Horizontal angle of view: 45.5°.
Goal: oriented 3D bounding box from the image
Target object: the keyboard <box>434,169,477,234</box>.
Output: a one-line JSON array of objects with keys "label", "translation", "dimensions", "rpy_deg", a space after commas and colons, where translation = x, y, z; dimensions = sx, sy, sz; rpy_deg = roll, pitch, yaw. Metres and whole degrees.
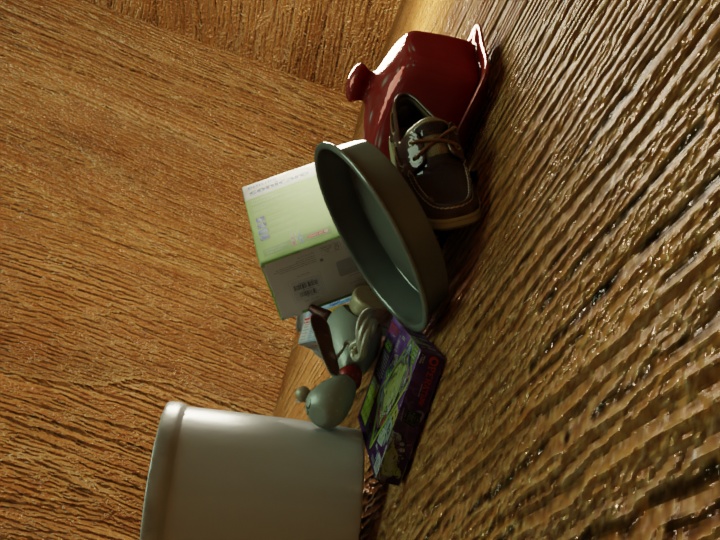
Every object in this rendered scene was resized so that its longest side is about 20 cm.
[{"label": "keyboard", "translation": [0.079, -0.038, 0.926], "dimensions": [0.104, 0.040, 0.200], "rpy_deg": [-50, 0, -11]}]

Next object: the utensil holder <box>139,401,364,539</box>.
[{"label": "utensil holder", "translation": [-0.104, 0.227, 0.850], "dimensions": [0.170, 0.197, 0.172], "rpy_deg": [-172, 90, -85]}]

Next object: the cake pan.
[{"label": "cake pan", "translation": [0.021, -0.037, 0.816], "dimensions": [0.036, 0.202, 0.200], "rpy_deg": [-29, -4, -13]}]

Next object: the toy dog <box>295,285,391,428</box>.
[{"label": "toy dog", "translation": [-0.031, 0.082, 0.915], "dimensions": [0.200, 0.095, 0.134], "rpy_deg": [-26, -48, -77]}]

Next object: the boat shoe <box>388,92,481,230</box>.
[{"label": "boat shoe", "translation": [0.064, -0.111, 0.817], "dimensions": [0.201, 0.071, 0.073], "rpy_deg": [-103, 2, -55]}]

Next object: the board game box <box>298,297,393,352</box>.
[{"label": "board game box", "translation": [0.000, 0.000, 1.130], "dimensions": [0.199, 0.041, 0.202], "rpy_deg": [-17, 55, 60]}]

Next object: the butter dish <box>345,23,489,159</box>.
[{"label": "butter dish", "translation": [0.053, -0.193, 0.988], "dimensions": [0.201, 0.146, 0.201], "rpy_deg": [-81, 14, -60]}]

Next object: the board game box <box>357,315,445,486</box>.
[{"label": "board game box", "translation": [0.035, 0.118, 0.834], "dimensions": [0.200, 0.032, 0.122], "rpy_deg": [-125, 50, -83]}]

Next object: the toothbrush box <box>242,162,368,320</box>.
[{"label": "toothbrush box", "translation": [-0.055, -0.048, 1.047], "dimensions": [0.201, 0.144, 0.087], "rpy_deg": [-114, 5, -55]}]

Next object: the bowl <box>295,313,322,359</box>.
[{"label": "bowl", "translation": [-0.049, 0.049, 1.310], "dimensions": [0.201, 0.089, 0.204], "rpy_deg": [6, -90, -89]}]
